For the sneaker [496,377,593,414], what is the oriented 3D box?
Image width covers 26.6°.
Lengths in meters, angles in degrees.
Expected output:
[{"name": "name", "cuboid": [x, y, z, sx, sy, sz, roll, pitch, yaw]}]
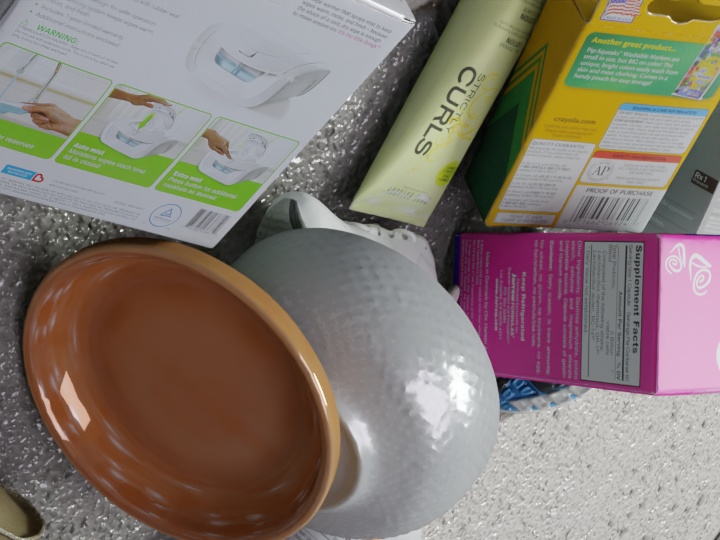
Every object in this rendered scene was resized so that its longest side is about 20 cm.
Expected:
[{"name": "sneaker", "cuboid": [0.179, 0.053, 1.172, 0.200, 0.075, 0.087, -29, 167, -7]}]

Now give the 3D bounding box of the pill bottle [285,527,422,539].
[{"name": "pill bottle", "cuboid": [-0.029, 0.185, 1.042, 0.200, 0.111, 0.111, -51, 138, -2]}]

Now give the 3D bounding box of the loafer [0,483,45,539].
[{"name": "loafer", "cuboid": [-0.236, 0.109, 0.833, 0.067, 0.076, 0.200, -46, 138, 2]}]

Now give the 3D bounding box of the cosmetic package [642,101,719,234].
[{"name": "cosmetic package", "cuboid": [0.258, -0.114, 1.099, 0.090, 0.107, 0.201, 0, 115, -42]}]

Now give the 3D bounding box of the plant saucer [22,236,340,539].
[{"name": "plant saucer", "cuboid": [-0.098, 0.067, 0.858, 0.037, 0.200, 0.201, -50, 149, -51]}]

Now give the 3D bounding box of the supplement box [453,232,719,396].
[{"name": "supplement box", "cuboid": [0.160, 0.025, 1.015, 0.101, 0.200, 0.104, 1, 92, -36]}]

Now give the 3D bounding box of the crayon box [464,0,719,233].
[{"name": "crayon box", "cuboid": [0.162, -0.114, 0.973, 0.125, 0.052, 0.200, 2, 136, -24]}]

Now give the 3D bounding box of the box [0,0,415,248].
[{"name": "box", "cuboid": [-0.107, -0.116, 0.739, 0.200, 0.097, 0.177, 14, 128, -45]}]

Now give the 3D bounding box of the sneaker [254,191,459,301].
[{"name": "sneaker", "cuboid": [0.000, 0.000, 0.988, 0.087, 0.074, 0.200, -61, 143, -16]}]

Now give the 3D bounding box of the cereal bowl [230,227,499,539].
[{"name": "cereal bowl", "cuboid": [-0.022, 0.081, 0.904, 0.083, 0.200, 0.201, -44, 144, -49]}]

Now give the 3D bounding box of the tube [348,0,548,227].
[{"name": "tube", "cuboid": [0.064, -0.118, 0.970, 0.058, 0.052, 0.200, 27, 105, -9]}]
